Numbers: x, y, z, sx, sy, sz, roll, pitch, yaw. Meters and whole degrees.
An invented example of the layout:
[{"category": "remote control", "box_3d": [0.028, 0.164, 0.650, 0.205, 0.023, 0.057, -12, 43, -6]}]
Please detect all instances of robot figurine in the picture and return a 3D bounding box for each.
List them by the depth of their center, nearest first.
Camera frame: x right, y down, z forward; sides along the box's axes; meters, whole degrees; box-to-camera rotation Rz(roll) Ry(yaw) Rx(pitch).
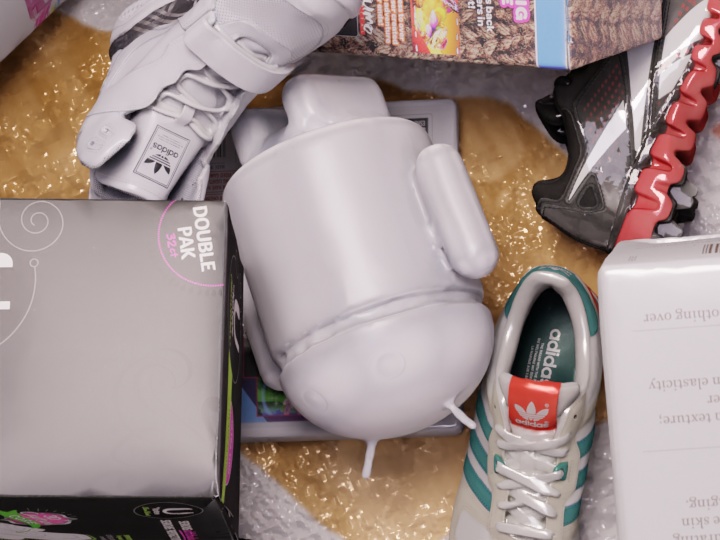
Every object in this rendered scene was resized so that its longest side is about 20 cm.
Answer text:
[{"category": "robot figurine", "box_3d": [0.000, 0.000, 1.443, 0.170, 0.113, 0.200, -32, 70, 42]}]

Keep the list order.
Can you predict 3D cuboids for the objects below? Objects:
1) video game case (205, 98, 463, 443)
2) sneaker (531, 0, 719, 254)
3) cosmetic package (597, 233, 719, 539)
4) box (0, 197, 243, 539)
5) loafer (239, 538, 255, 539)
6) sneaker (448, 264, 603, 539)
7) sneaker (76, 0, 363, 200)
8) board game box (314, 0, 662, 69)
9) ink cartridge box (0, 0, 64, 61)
[{"category": "video game case", "box_3d": [-0.045, 0.001, 1.520, 0.200, 0.023, 0.182, -2, 77, 7]}, {"category": "sneaker", "box_3d": [0.146, -0.100, 1.487, 0.098, 0.071, 0.200, 18, 82, 10]}, {"category": "cosmetic package", "box_3d": [0.206, 0.083, 1.361, 0.167, 0.166, 0.200, -4, 94, 8]}, {"category": "box", "box_3d": [-0.159, 0.050, 1.362, 0.200, 0.124, 0.149, 1, 75, 1]}, {"category": "loafer", "box_3d": [-0.070, 0.173, 1.465, 0.200, 0.073, 0.071, 13, 89, 17]}, {"category": "sneaker", "box_3d": [0.082, 0.091, 1.441, 0.070, 0.093, 0.200, 9, 78, 11]}, {"category": "sneaker", "box_3d": [-0.074, -0.090, 1.411, 0.075, 0.200, 0.115, 30, 65, -26]}, {"category": "board game box", "box_3d": [0.043, -0.194, 1.447, 0.200, 0.097, 0.160, 8, 108, 33]}, {"category": "ink cartridge box", "box_3d": [-0.220, -0.198, 1.529, 0.145, 0.085, 0.200, 36, 63, 14]}]
